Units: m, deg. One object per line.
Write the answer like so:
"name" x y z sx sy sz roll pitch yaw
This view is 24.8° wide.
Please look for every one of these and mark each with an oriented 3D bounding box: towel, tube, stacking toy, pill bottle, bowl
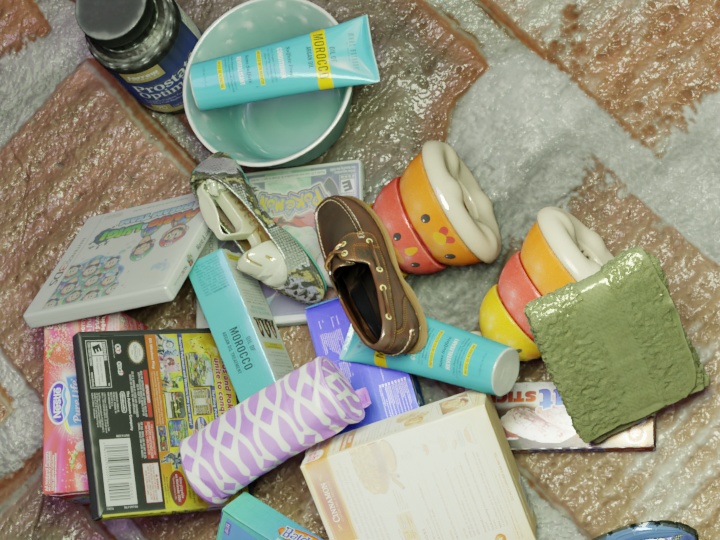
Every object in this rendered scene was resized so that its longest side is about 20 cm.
"towel" 0.251 0.077 1.608 0.148 0.200 0.037 -28 35 4
"tube" -0.082 -0.218 1.765 0.199 0.050 0.078 -12 79 7
"tube" 0.068 0.079 1.683 0.200 0.050 0.078 15 79 36
"stacking toy" 0.039 -0.034 1.757 0.200 0.146 0.146 -30 69 18
"pill bottle" -0.245 -0.262 1.857 0.111 0.200 0.112 -4 74 15
"stacking toy" 0.176 0.046 1.696 0.200 0.146 0.146 -42 67 19
"bowl" -0.089 -0.198 1.846 0.200 0.105 0.202 -4 74 16

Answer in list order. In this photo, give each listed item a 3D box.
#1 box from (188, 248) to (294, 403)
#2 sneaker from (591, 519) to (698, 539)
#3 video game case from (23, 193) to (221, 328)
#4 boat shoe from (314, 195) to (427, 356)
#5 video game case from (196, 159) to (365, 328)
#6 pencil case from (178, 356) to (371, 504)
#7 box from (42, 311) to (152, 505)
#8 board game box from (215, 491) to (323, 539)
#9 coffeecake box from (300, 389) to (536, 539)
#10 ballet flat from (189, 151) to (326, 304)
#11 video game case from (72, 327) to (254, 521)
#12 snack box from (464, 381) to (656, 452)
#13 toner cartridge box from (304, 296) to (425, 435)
"box" -0.120 0.078 1.773 0.049 0.082 0.201 -25 79 13
"sneaker" 0.248 0.305 1.634 0.200 0.075 0.079 -26 78 17
"video game case" -0.257 -0.016 1.809 0.199 0.024 0.182 -11 34 29
"boat shoe" 0.000 0.000 1.677 0.070 0.070 0.200 -51 54 31
"video game case" -0.090 -0.027 1.843 0.199 0.023 0.183 -6 74 14
"pencil case" -0.092 0.168 1.677 0.200 0.085 0.084 -32 48 17
"box" -0.289 0.153 1.809 0.095 0.100 0.201 -7 74 14
"board game box" -0.065 0.340 1.677 0.200 0.045 0.152 28 124 21
"coffeecake box" 0.060 0.226 1.669 0.199 0.073 0.154 -19 100 10
"ballet flat" -0.119 -0.035 1.760 0.072 0.072 0.201 -37 85 3
"video game case" -0.211 0.162 1.756 0.180 0.025 0.201 -1 73 -30
"snack box" 0.207 0.153 1.705 0.199 0.024 0.072 -3 73 16
"toner cartridge box" 0.013 0.123 1.748 0.095 0.043 0.201 -17 78 9
